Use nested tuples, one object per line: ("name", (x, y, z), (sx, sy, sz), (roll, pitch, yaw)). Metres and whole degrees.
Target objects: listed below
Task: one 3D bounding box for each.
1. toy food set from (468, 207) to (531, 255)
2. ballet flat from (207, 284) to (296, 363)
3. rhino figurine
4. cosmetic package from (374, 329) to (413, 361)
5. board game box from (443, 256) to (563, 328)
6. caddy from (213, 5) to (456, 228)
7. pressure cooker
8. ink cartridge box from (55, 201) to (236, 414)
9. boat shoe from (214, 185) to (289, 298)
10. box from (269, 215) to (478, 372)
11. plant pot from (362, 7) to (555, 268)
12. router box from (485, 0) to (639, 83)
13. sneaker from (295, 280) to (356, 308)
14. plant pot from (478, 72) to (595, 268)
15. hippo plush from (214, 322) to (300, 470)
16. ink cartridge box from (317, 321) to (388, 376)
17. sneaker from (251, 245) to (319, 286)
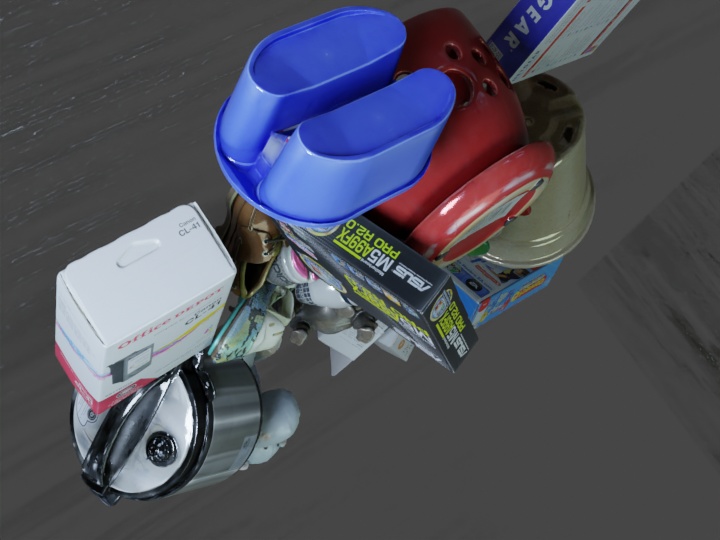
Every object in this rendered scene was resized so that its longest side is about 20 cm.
("toy food set", (0.090, -0.084, 1.373), (0.200, 0.195, 0.049), (113, -10, -66))
("ballet flat", (-0.107, 0.045, 1.328), (0.074, 0.074, 0.201), (-43, -165, 30))
("rhino figurine", (-0.068, 0.049, 1.489), (0.196, 0.061, 0.088), (0, -159, 17))
("cosmetic package", (0.081, 0.020, 1.714), (0.202, 0.050, 0.082), (-62, 152, -7))
("board game box", (0.127, -0.030, 1.580), (0.195, 0.200, 0.056), (-24, 147, -45))
("caddy", (-0.021, -0.117, 0.970), (0.199, 0.142, 0.105), (-28, 161, -35))
("pressure cooker", (-0.216, 0.157, 1.341), (0.176, 0.179, 0.199), (-10, 175, 21))
("ink cartridge box", (-0.207, 0.040, 1.161), (0.147, 0.086, 0.200), (-31, 169, -24))
("boat shoe", (-0.095, -0.044, 1.207), (0.071, 0.068, 0.200), (-27, 163, -30))
("box", (0.009, 0.000, 1.135), (0.044, 0.199, 0.161), (-50, 155, -10))
("plant pot", (0.068, -0.112, 1.156), (0.199, 0.184, 0.201), (-34, 170, -7))
("router box", (0.239, -0.291, 1.284), (0.178, 0.049, 0.200), (-26, 164, -43))
("sneaker", (0.000, 0.000, 1.431), (0.079, 0.078, 0.199), (-14, -179, 29))
("plant pot", (0.196, -0.134, 1.479), (0.199, 0.201, 0.184), (-34, 157, -13))
("hippo plush", (-0.165, 0.170, 1.553), (0.158, 0.163, 0.200), (-14, 161, -44))
("ink cartridge box", (0.000, 0.035, 1.657), (0.200, 0.067, 0.117), (-44, -150, 26))
("sneaker", (-0.056, -0.038, 1.344), (0.086, 0.075, 0.200), (-11, -160, 30))
